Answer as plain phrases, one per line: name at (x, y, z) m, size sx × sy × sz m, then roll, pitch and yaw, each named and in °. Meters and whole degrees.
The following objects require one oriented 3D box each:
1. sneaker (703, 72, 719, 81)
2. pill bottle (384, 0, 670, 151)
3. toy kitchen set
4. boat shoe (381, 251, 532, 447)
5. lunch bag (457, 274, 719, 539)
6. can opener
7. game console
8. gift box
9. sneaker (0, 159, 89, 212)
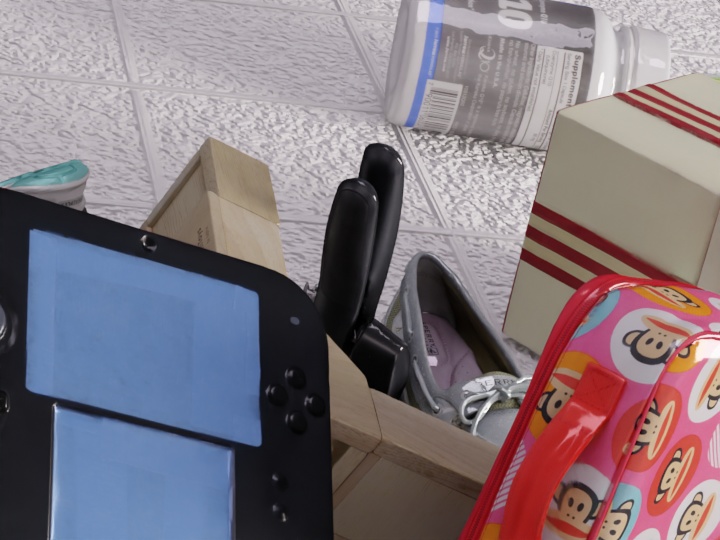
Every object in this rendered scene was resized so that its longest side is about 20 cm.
sneaker at (0.288, -0.087, 1.632) m, size 0.090 × 0.078 × 0.200 m, roll -22°, pitch 40°, yaw -38°
pill bottle at (0.125, -0.150, 1.640) m, size 0.199 × 0.114 × 0.114 m, roll 9°, pitch 26°, yaw -6°
toy kitchen set at (-0.046, 0.078, 1.138) m, size 0.180 × 0.163 × 0.200 m, roll 26°, pitch 29°, yaw -27°
boat shoe at (0.062, 0.063, 1.249) m, size 0.074 × 0.065 × 0.202 m, roll 2°, pitch 28°, yaw -19°
lunch bag at (0.116, 0.103, 1.019) m, size 0.082 × 0.200 × 0.176 m, roll 30°, pitch 12°, yaw 30°
can opener at (0.000, 0.000, 1.202) m, size 0.078 × 0.200 × 0.063 m, roll 18°, pitch 51°, yaw 9°
game console at (-0.094, 0.064, 0.916) m, size 0.200 × 0.031 × 0.177 m, roll 17°, pitch 54°, yaw -34°
gift box at (0.216, -0.016, 1.331) m, size 0.187 × 0.201 × 0.184 m, roll 32°, pitch 38°, yaw 32°
sneaker at (-0.211, 0.008, 1.190) m, size 0.077 × 0.091 × 0.200 m, roll -22°, pitch 3°, yaw -44°
